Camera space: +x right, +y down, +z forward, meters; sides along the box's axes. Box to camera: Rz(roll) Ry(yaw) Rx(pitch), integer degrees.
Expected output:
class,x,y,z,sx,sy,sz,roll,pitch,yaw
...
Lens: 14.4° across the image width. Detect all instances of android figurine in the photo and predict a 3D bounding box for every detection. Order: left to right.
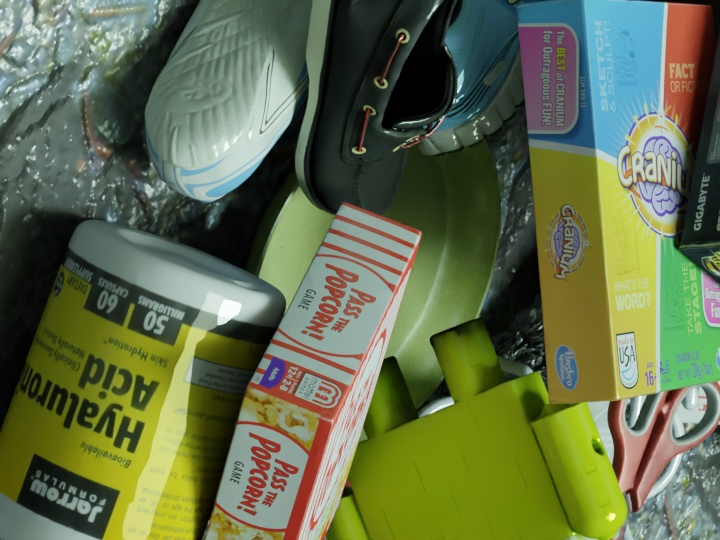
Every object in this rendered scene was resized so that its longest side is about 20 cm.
class,x,y,z,sx,sy,sz,roll,pitch,yaw
android figurine,0.061,0.133,1.498,0.041,0.181,0.201,-12,81,-55

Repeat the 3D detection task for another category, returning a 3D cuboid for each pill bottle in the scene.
class,x,y,z,sx,sy,sz,roll,pitch,yaw
pill bottle,-0.118,0.086,1.375,0.111,0.111,0.201,13,99,-52

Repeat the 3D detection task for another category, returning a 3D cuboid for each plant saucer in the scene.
class,x,y,z,sx,sy,sz,roll,pitch,yaw
plant saucer,0.000,0.000,1.536,0.199,0.031,0.201,-26,127,-40

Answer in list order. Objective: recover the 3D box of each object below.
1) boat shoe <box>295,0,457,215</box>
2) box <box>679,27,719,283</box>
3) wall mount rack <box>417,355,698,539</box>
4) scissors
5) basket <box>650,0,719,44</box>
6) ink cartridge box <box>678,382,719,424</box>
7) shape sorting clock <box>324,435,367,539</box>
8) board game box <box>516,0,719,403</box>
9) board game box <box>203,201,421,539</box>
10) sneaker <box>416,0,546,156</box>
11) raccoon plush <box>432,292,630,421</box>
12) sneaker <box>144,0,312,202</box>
class,x,y,z,sx,sy,sz,roll,pitch,yaw
boat shoe,0.011,-0.084,1.391,0.074,0.063,0.202,-55,164,-31
box,0.245,-0.071,1.541,0.159,0.046,0.201,34,61,-46
wall mount rack,0.117,0.134,1.577,0.199,0.074,0.175,0,99,-33
scissors,0.135,0.127,1.543,0.073,0.014,0.201,38,76,-32
basket,0.256,-0.115,1.702,0.181,0.136,0.200,-54,137,-14
ink cartridge box,0.242,0.029,1.692,0.116,0.068,0.201,4,131,-14
shape sorting clock,-0.009,0.184,1.616,0.199,0.039,0.201,-26,127,-39
board game box,0.141,-0.038,1.473,0.153,0.040,0.202,-6,91,-58
board game box,-0.033,0.090,1.405,0.152,0.046,0.201,-64,172,-49
sneaker,0.070,-0.158,1.495,0.090,0.078,0.201,47,56,-25
raccoon plush,0.112,0.015,1.643,0.133,0.096,0.202,-4,104,-41
sneaker,-0.042,-0.123,1.400,0.201,0.072,0.073,-57,169,-16
